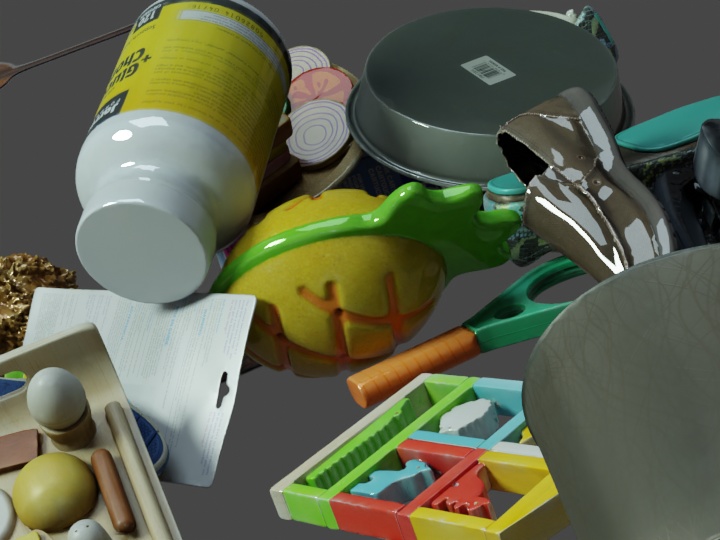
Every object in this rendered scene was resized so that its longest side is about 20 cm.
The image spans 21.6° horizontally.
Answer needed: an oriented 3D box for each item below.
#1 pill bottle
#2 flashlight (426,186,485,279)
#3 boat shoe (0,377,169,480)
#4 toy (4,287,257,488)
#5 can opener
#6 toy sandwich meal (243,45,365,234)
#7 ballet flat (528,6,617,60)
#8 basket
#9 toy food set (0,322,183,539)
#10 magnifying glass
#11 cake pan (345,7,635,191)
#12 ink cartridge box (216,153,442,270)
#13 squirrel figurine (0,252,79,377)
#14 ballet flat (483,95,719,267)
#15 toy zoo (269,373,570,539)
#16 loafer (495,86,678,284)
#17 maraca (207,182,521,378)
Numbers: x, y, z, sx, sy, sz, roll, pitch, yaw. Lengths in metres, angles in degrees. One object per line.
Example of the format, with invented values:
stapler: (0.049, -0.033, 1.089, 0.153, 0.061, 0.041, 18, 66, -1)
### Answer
pill bottle: (-0.112, -0.077, 1.171, 0.112, 0.112, 0.200, -11, 39, 21)
flashlight: (0.090, -0.058, 1.285, 0.068, 0.068, 0.200, 38, 55, 20)
boat shoe: (-0.201, 0.108, 1.115, 0.200, 0.072, 0.072, 12, 35, 23)
toy: (-0.137, 0.072, 1.159, 0.200, 0.115, 0.047, 2, -16, 38)
can opener: (0.204, -0.015, 1.094, 0.063, 0.079, 0.200, -8, 31, 8)
toy sandwich meal: (-0.090, -0.100, 1.322, 0.205, 0.070, 0.205, -10, 43, 10)
ballet flat: (0.114, -0.178, 1.563, 0.200, 0.074, 0.074, -11, 22, 24)
basket: (0.156, 0.092, 0.760, 0.180, 0.136, 0.200, -11, 25, 9)
toy food set: (-0.178, 0.124, 0.993, 0.143, 0.060, 0.200, -22, 46, -7)
magnifying glass: (0.084, 0.032, 1.136, 0.200, 0.022, 0.080, -26, 21, -16)
cake pan: (0.089, -0.123, 1.294, 0.200, 0.037, 0.200, -1, 37, 1)
ink cartridge box: (-0.015, -0.060, 1.392, 0.200, 0.076, 0.136, -18, 20, -1)
squirrel figurine: (-0.282, 0.025, 1.274, 0.200, 0.142, 0.187, 3, -8, -3)
ballet flat: (0.173, -0.055, 1.214, 0.200, 0.074, 0.074, -19, 19, -12)
toy zoo: (0.064, 0.100, 0.978, 0.200, 0.020, 0.131, 3, 30, 48)
loafer: (0.131, -0.026, 1.102, 0.071, 0.073, 0.200, -15, 42, -6)
maraca: (0.000, 0.000, 1.137, 0.200, 0.137, 0.107, -26, 61, 25)
